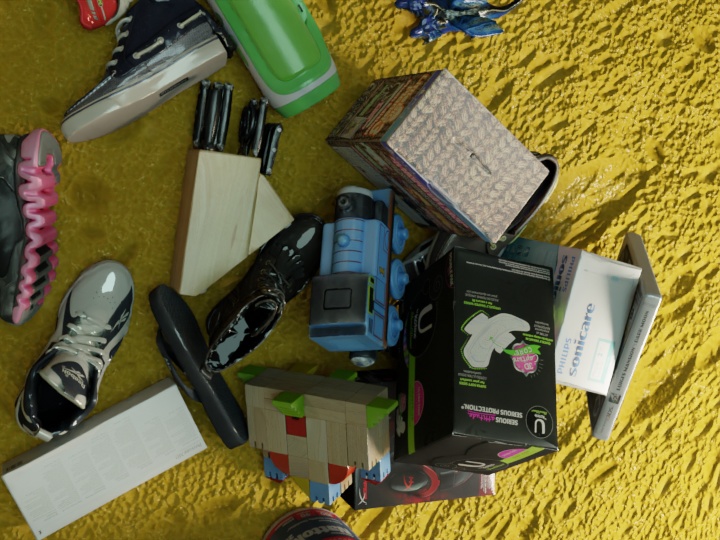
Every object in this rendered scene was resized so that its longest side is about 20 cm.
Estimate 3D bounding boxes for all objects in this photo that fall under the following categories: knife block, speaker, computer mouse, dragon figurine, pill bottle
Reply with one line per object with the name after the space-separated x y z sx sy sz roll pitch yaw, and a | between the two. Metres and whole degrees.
-0.162 -0.096 1.129 0.200 0.064 0.176 -39 107 -11 | knife block
-0.102 -0.266 1.118 0.088 0.088 0.200 -35 107 -13 | speaker
0.086 0.004 1.242 0.200 0.044 0.110 -36 96 -9 | computer mouse
0.124 -0.291 1.188 0.199 0.099 0.059 -11 101 -18 | dragon figurine
-0.033 0.347 1.158 0.119 0.200 0.120 -3 98 -20 | pill bottle

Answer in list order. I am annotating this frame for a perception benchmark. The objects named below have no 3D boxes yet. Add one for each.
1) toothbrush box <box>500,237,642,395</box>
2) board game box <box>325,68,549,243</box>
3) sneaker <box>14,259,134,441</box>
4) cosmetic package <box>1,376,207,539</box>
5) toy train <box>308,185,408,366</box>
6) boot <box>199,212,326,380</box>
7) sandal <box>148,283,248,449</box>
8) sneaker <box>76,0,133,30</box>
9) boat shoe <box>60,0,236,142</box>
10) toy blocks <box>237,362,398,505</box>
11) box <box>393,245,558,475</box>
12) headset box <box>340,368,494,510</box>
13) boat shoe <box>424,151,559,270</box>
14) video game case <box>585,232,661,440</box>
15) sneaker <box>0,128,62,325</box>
0.213 0.044 1.209 0.085 0.200 0.147 15 91 -21 | toothbrush box
0.076 -0.124 1.138 0.159 0.200 0.097 41 83 -20 | board game box
-0.285 0.087 1.072 0.079 0.130 0.200 36 84 -21 | sneaker
-0.274 0.199 1.132 0.199 0.051 0.083 -27 103 -15 | cosmetic package
0.000 0.000 1.144 0.086 0.114 0.201 -2 71 20 | toy train
-0.094 0.026 1.102 0.069 0.174 0.200 40 87 -9 | boot
-0.184 0.111 1.145 0.043 0.076 0.201 -22 104 8 | sandal
-0.314 -0.323 1.043 0.085 0.077 0.200 -42 106 0 | sneaker
-0.235 -0.216 1.093 0.200 0.075 0.093 -32 88 -12 | boat shoe
-0.045 0.188 1.155 0.100 0.199 0.137 -32 123 -57 | toy blocks
0.120 0.101 1.122 0.124 0.149 0.201 12 65 -19 | box
0.075 0.191 1.244 0.199 0.075 0.149 -1 96 -19 | headset box
0.150 -0.057 1.201 0.072 0.060 0.200 45 82 -8 | boat shoe
0.298 0.071 1.225 0.023 0.200 0.182 15 112 2 | video game case
-0.360 -0.046 1.070 0.095 0.079 0.201 5 95 2 | sneaker
